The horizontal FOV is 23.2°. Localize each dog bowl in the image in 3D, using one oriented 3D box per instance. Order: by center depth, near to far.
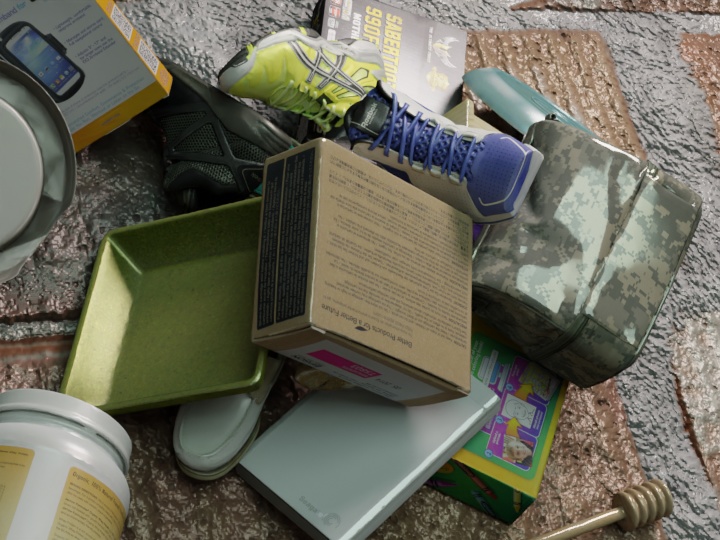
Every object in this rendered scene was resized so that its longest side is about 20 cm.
[{"bbox_3d":[-0.343,-0.083,1.487,0.198,0.059,0.202,0,89,-16],"label":"dog bowl"}]

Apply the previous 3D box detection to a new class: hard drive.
[{"bbox_3d":[0.007,0.142,1.512,0.132,0.026,0.200,35,62,29],"label":"hard drive"}]

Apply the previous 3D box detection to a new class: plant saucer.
[{"bbox_3d":[-0.146,0.041,1.489,0.048,0.198,0.201,54,35,-43],"label":"plant saucer"},{"bbox_3d":[0.187,-0.143,1.727,0.199,0.028,0.200,34,12,-8],"label":"plant saucer"}]

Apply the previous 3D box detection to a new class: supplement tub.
[{"bbox_3d":[-0.258,0.207,1.341,0.143,0.145,0.201,20,55,-9],"label":"supplement tub"}]

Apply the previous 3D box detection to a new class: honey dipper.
[{"bbox_3d":[0.193,0.235,1.576,0.199,0.038,0.038,-17,68,-25],"label":"honey dipper"}]

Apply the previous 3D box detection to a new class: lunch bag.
[{"bbox_3d":[0.188,-0.021,1.566,0.167,0.139,0.201,31,73,-8],"label":"lunch bag"}]

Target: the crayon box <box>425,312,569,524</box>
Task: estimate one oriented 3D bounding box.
[{"bbox_3d":[0.122,0.114,1.602,0.118,0.058,0.201,26,55,-5],"label":"crayon box"}]

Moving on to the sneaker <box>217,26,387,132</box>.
[{"bbox_3d":[-0.043,-0.172,1.611,0.199,0.075,0.077,-6,66,-43],"label":"sneaker"}]

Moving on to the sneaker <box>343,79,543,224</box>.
[{"bbox_3d":[0.051,-0.106,1.535,0.115,0.199,0.081,24,89,-47],"label":"sneaker"}]

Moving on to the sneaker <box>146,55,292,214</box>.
[{"bbox_3d":[-0.166,-0.122,1.615,0.199,0.076,0.115,34,89,26],"label":"sneaker"}]

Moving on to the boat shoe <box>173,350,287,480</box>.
[{"bbox_3d":[-0.107,0.086,1.512,0.074,0.069,0.201,18,51,9],"label":"boat shoe"}]

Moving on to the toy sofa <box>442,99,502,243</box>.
[{"bbox_3d":[0.143,-0.066,1.665,0.199,0.083,0.098,29,50,-29],"label":"toy sofa"}]

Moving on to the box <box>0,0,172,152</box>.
[{"bbox_3d":[-0.272,-0.209,1.549,0.201,0.118,0.042,54,19,-24],"label":"box"}]

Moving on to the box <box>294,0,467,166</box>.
[{"bbox_3d":[0.021,-0.173,1.737,0.157,0.048,0.202,17,56,-14],"label":"box"}]

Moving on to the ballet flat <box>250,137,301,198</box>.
[{"bbox_3d":[-0.053,-0.081,1.640,0.199,0.070,0.070,23,51,23],"label":"ballet flat"}]

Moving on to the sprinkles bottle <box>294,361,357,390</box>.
[{"bbox_3d":[-0.026,0.000,1.529,0.068,0.068,0.202,6,70,-19],"label":"sprinkles bottle"}]

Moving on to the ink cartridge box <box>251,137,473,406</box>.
[{"bbox_3d":[0.006,0.006,1.451,0.199,0.075,0.166,26,59,-42],"label":"ink cartridge box"}]
